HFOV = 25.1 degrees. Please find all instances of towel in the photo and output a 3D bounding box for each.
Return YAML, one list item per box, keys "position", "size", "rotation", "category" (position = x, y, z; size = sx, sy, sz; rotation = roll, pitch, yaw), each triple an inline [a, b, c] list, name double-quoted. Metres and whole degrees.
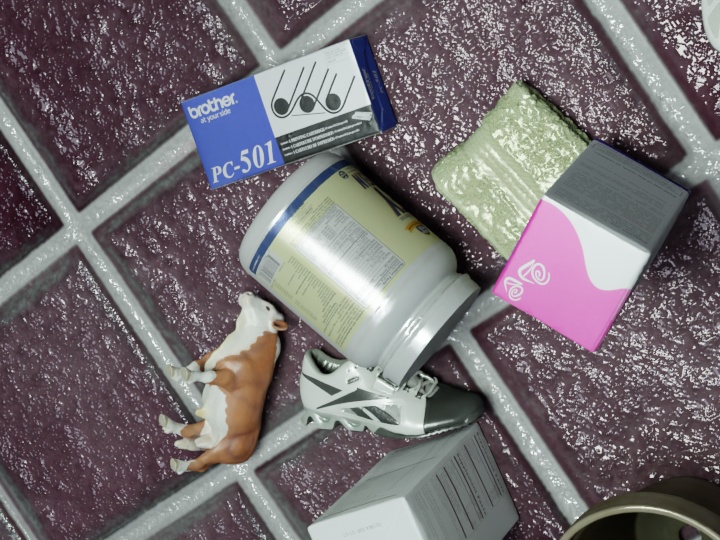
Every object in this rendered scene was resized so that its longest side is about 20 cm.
- position: [0.173, -0.064, 1.503]
  size: [0.200, 0.036, 0.148]
  rotation: [47, 117, 5]
  category: "towel"

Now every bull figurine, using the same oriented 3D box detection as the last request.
- position: [-0.139, 0.120, 1.661]
  size: [0.065, 0.121, 0.201]
  rotation: [42, 133, 48]
  category: "bull figurine"

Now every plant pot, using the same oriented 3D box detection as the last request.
- position: [0.286, 0.275, 1.476]
  size: [0.199, 0.173, 0.201]
  rotation: [7, 108, 23]
  category: "plant pot"

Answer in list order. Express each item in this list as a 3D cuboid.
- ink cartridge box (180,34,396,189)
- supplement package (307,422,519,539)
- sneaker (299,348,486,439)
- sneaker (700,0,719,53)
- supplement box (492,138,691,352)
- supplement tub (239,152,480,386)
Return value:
- position: [-0.072, -0.153, 1.582]
  size: [0.199, 0.044, 0.094]
  rotation: [-17, 96, 28]
  category: "ink cartridge box"
- position: [0.056, 0.242, 1.555]
  size: [0.113, 0.200, 0.110]
  rotation: [-21, 95, 29]
  category: "supplement package"
- position: [0.026, 0.114, 1.601]
  size: [0.199, 0.074, 0.089]
  rotation: [1, 108, 24]
  category: "sneaker"
- position: [0.314, -0.269, 1.332]
  size: [0.075, 0.115, 0.202]
  rotation: [16, 112, 19]
  category: "sneaker"
- position: [0.199, -0.026, 1.372]
  size: [0.103, 0.200, 0.102]
  rotation: [30, 115, 8]
  category: "supplement box"
- position: [0.000, 0.000, 1.538]
  size: [0.200, 0.145, 0.145]
  rotation: [40, 117, 8]
  category: "supplement tub"
